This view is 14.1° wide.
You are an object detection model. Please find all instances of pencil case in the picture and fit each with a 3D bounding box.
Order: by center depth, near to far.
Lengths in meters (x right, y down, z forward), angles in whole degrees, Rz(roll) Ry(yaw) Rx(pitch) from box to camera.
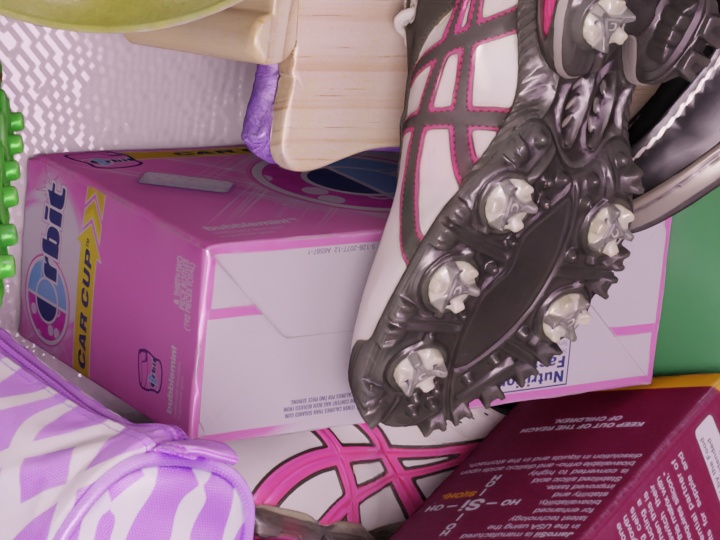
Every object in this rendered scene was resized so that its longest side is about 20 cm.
[{"bbox_3d":[-0.116,0.047,0.867,0.084,0.200,0.086,18,101,-50],"label":"pencil case"}]

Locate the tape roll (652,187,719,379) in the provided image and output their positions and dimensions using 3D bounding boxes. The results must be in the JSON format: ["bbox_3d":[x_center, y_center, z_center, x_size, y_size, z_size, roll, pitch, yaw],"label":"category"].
[{"bbox_3d":[0.164,0.002,1.089,0.200,0.048,0.201,-44,154,-27],"label":"tape roll"}]

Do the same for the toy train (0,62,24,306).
[{"bbox_3d":[-0.121,-0.037,0.841,0.041,0.200,0.057,-8,108,-3],"label":"toy train"}]

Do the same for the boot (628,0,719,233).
[{"bbox_3d":[0.108,-0.129,0.933,0.154,0.073,0.204,42,93,-9],"label":"boot"}]

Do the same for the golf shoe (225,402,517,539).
[{"bbox_3d":[-0.009,0.068,1.042,0.199,0.072,0.093,9,72,-35],"label":"golf shoe"}]

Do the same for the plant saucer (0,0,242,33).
[{"bbox_3d":[-0.082,-0.168,0.845,0.031,0.199,0.201,-57,145,-61],"label":"plant saucer"}]

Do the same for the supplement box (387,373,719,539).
[{"bbox_3d":[0.061,0.130,0.959,0.200,0.085,0.111,-41,117,-46],"label":"supplement box"}]

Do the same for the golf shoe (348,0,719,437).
[{"bbox_3d":[0.045,-0.046,0.897,0.077,0.088,0.201,16,106,-43],"label":"golf shoe"}]

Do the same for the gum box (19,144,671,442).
[{"bbox_3d":[0.000,0.000,0.983,0.199,0.113,0.066,-5,109,-34],"label":"gum box"}]

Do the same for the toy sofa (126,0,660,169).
[{"bbox_3d":[0.025,-0.088,0.978,0.199,0.083,0.098,-3,101,-36],"label":"toy sofa"}]
